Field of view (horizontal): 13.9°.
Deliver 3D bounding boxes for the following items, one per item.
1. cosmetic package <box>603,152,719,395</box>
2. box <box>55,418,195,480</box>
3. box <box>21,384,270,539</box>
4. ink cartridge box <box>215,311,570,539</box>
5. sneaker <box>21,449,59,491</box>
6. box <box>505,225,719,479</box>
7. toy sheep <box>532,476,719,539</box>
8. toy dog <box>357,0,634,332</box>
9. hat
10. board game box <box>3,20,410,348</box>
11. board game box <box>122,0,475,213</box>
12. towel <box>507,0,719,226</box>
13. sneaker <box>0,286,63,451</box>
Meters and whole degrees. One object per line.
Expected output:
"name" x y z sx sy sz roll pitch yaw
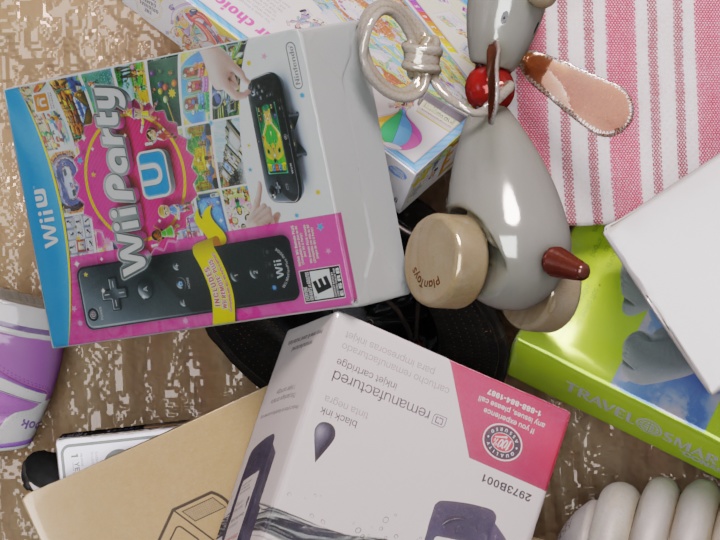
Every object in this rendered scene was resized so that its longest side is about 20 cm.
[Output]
"cosmetic package" 0.238 -0.031 1.555 0.199 0.085 0.108 -32 86 7
"box" -0.063 0.138 1.631 0.199 0.060 0.117 -7 89 -3
"box" -0.068 0.179 1.575 0.163 0.021 0.201 -24 91 -14
"ink cartridge box" 0.005 0.144 1.539 0.144 0.084 0.201 23 74 -16
"sneaker" -0.092 0.114 1.698 0.199 0.076 0.088 13 90 -2
"box" 0.195 0.045 1.637 0.199 0.048 0.122 26 64 7
"toy sheep" 0.173 0.178 1.631 0.199 0.138 0.139 9 93 7
"toy dog" 0.086 -0.062 1.535 0.096 0.131 0.201 -3 102 49
"hat" 0.000 0.000 1.662 0.200 0.201 0.081 20 54 7
"board game box" -0.084 -0.043 1.574 0.199 0.064 0.149 -9 94 34
"board game box" -0.013 -0.133 1.635 0.200 0.134 0.034 38 139 13
"towel" 0.163 -0.099 1.632 0.199 0.030 0.147 -3 93 -17
"sneaker" -0.277 0.052 1.718 0.199 0.073 0.115 16 97 7
